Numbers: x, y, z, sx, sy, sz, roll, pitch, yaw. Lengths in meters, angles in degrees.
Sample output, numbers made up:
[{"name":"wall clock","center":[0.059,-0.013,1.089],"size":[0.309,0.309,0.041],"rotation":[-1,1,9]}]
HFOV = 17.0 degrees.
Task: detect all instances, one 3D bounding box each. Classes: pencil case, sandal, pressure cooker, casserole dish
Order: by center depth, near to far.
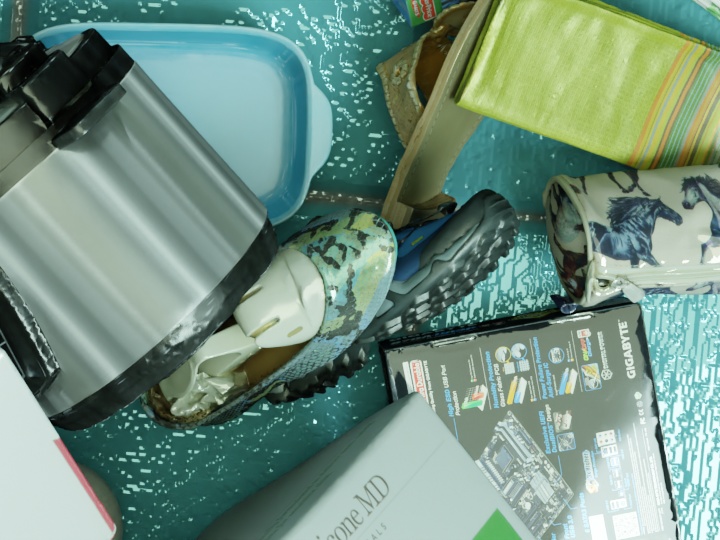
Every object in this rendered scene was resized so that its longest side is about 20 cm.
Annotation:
[{"name":"pressure cooker","center":[-0.167,-0.035,1.313],"size":[0.176,0.179,0.200],"rotation":[-38,103,12]},{"name":"pencil case","center":[0.210,-0.020,1.422],"size":[0.200,0.078,0.089],"rotation":[-3,52,-12]},{"name":"sandal","center":[0.034,-0.097,1.422],"size":[0.070,0.078,0.212],"rotation":[27,105,27]},{"name":"casserole dish","center":[-0.117,-0.085,1.422],"size":[0.200,0.039,0.121],"rotation":[1,93,-4]}]

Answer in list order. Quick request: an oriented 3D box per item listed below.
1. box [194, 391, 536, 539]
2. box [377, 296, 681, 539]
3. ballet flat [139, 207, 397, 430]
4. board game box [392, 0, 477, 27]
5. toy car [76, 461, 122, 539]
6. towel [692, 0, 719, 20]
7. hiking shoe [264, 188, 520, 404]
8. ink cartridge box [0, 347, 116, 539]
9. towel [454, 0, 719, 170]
[{"name":"box","center":[-0.020,0.212,1.328],"size":[0.171,0.199,0.200],"rotation":[51,128,-3]},{"name":"box","center":[0.106,0.127,1.449],"size":[0.159,0.046,0.200],"rotation":[-11,94,-4]},{"name":"ballet flat","center":[-0.057,0.034,1.349],"size":[0.074,0.074,0.200],"rotation":[41,129,-6]},{"name":"board game box","center":[0.101,-0.241,1.386],"size":[0.200,0.037,0.151],"rotation":[-24,135,-8]},{"name":"toy car","center":[-0.218,0.210,1.385],"size":[0.150,0.175,0.200],"rotation":[-14,99,34]},{"name":"towel","center":[0.315,-0.170,1.464],"size":[0.200,0.023,0.153],"rotation":[36,89,-6]},{"name":"hiking shoe","center":[0.000,0.000,1.377],"size":[0.200,0.074,0.087],"rotation":[-35,78,30]},{"name":"ink cartridge box","center":[-0.234,0.074,1.257],"size":[0.086,0.200,0.148],"rotation":[-42,131,-17]},{"name":"towel","center":[0.153,-0.107,1.413],"size":[0.200,0.018,0.086],"rotation":[17,99,-30]}]
